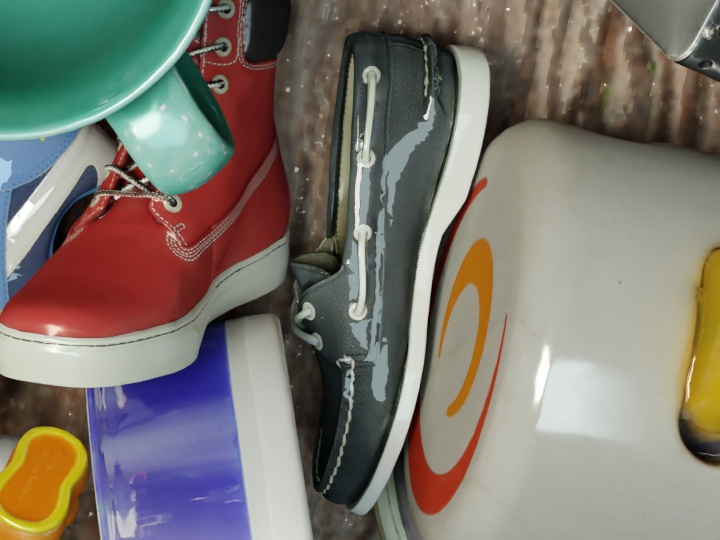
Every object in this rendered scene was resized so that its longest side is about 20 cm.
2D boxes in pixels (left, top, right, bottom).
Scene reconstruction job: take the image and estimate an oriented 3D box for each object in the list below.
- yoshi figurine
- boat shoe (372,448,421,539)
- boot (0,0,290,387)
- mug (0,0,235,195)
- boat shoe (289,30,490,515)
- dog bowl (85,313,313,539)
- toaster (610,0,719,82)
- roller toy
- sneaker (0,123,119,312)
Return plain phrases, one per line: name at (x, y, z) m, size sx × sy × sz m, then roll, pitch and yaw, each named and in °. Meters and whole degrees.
yoshi figurine at (-0.180, 0.137, 1.190) m, size 0.111 × 0.113 × 0.200 m, roll -4°, pitch 145°, yaw -24°
boat shoe at (0.069, 0.160, 1.260) m, size 0.065 × 0.072 × 0.201 m, roll -26°, pitch 90°, yaw 15°
boot at (-0.081, -0.044, 1.125) m, size 0.072 × 0.200 × 0.145 m, roll 10°, pitch 111°, yaw 18°
mug at (-0.122, -0.120, 1.018) m, size 0.151 × 0.114 × 0.186 m, roll -3°, pitch 113°, yaw -6°
boat shoe at (0.000, 0.000, 1.214) m, size 0.060 × 0.076 × 0.201 m, roll 10°, pitch 97°, yaw -14°
dog bowl at (-0.056, 0.121, 1.181) m, size 0.078 × 0.200 × 0.201 m, roll -8°, pitch 112°, yaw -2°
toaster at (0.211, -0.140, 1.108) m, size 0.199 × 0.119 × 0.181 m, roll 21°, pitch 106°, yaw -28°
roller toy at (0.106, 0.037, 1.179) m, size 0.139 × 0.183 × 0.201 m, roll 11°, pitch 126°, yaw -12°
sneaker at (-0.161, 0.015, 1.196) m, size 0.082 × 0.074 × 0.201 m, roll 23°, pitch 107°, yaw -17°
